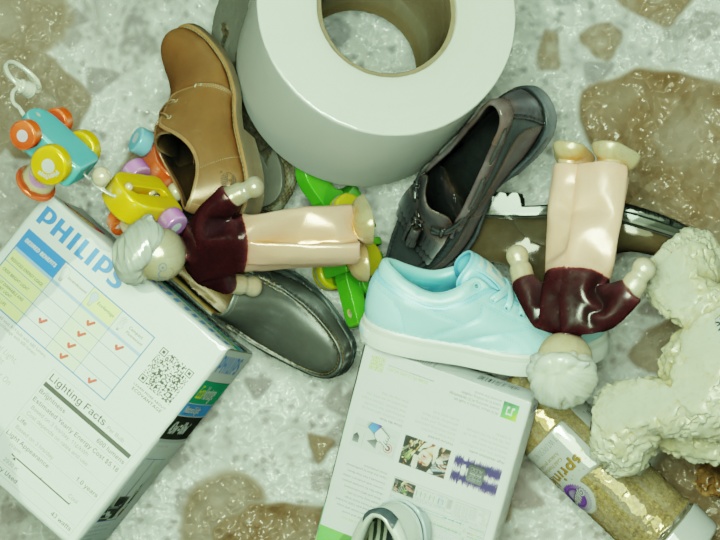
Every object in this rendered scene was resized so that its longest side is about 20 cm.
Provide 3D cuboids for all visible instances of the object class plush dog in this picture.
[{"bbox_3d":[0.290,0.087,1.510,0.160,0.171,0.201,18,86,37],"label":"plush dog"}]

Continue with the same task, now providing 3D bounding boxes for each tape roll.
[{"bbox_3d":[0.009,-0.180,1.535,0.201,0.139,0.205,2,76,-9],"label":"tape roll"}]

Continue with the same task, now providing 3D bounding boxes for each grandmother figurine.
[{"bbox_3d":[0.166,0.005,1.486,0.121,0.060,0.202,0,73,44],"label":"grandmother figurine"},{"bbox_3d":[-0.091,-0.021,1.504,0.198,0.061,0.122,-6,125,-12],"label":"grandmother figurine"}]

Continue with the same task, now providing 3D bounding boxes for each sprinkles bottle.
[{"bbox_3d":[0.189,0.158,1.564,0.200,0.068,0.068,44,92,6],"label":"sprinkles bottle"}]

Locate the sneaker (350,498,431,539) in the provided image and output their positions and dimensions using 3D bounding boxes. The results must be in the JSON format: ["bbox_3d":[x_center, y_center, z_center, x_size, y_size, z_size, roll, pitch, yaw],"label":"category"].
[{"bbox_3d":[0.005,0.275,1.512,0.073,0.071,0.202,3,86,30],"label":"sneaker"}]

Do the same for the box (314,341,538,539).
[{"bbox_3d":[0.048,0.169,1.558,0.143,0.036,0.202,19,103,17],"label":"box"}]

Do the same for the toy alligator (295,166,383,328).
[{"bbox_3d":[0.000,0.000,1.601,0.054,0.059,0.201,-21,91,-39],"label":"toy alligator"}]

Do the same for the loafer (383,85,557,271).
[{"bbox_3d":[0.071,-0.068,1.534,0.200,0.063,0.072,-51,62,31],"label":"loafer"}]

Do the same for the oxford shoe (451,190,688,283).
[{"bbox_3d":[0.167,-0.018,1.577,0.198,0.073,0.085,3,90,18],"label":"oxford shoe"}]

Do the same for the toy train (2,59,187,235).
[{"bbox_3d":[-0.206,-0.083,1.557,0.199,0.151,0.056,25,116,-33],"label":"toy train"}]

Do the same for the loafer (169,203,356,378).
[{"bbox_3d":[-0.094,0.026,1.588,0.199,0.072,0.073,34,113,9],"label":"loafer"}]

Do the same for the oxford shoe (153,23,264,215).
[{"bbox_3d":[-0.135,-0.124,1.570,0.071,0.072,0.201,0,48,-25],"label":"oxford shoe"}]

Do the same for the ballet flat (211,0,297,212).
[{"bbox_3d":[-0.081,-0.146,1.621,0.067,0.046,0.202,-12,80,25],"label":"ballet flat"}]

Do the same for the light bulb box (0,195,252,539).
[{"bbox_3d":[-0.227,0.080,1.580,0.198,0.125,0.200,40,91,7],"label":"light bulb box"}]

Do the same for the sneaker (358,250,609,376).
[{"bbox_3d":[0.101,0.029,1.534,0.198,0.074,0.083,5,115,-8],"label":"sneaker"}]
